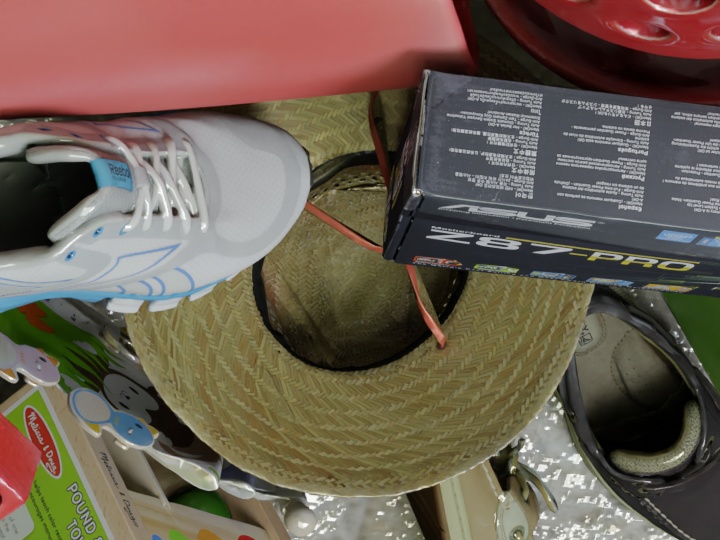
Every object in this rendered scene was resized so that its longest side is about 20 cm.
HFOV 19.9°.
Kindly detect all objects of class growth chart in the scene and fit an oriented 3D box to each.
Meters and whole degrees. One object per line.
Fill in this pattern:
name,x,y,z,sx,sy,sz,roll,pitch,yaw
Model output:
growth chart,-0.097,0.040,0.829,0.200,0.145,0.018,35,101,-24

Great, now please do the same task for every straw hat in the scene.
straw hat,0.000,0.000,0.848,0.201,0.085,0.202,1,79,-5

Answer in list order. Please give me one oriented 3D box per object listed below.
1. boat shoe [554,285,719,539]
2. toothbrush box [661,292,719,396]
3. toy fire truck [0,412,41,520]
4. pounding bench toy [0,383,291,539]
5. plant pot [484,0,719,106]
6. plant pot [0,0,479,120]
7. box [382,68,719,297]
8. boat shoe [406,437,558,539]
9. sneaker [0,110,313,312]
boat shoe,0.129,0.071,0.935,0.073,0.065,0.200,-37,121,9
toothbrush box,0.245,0.001,0.871,0.200,0.146,0.086,-43,118,15
toy fire truck,-0.206,0.069,0.783,0.200,0.141,0.049,-28,122,22
pounding bench toy,-0.122,0.112,0.883,0.124,0.200,0.156,-39,151,15
plant pot,0.115,-0.159,0.654,0.200,0.201,0.183,-23,158,2
plant pot,-0.066,-0.141,0.710,0.177,0.201,0.201,-14,122,7
box,0.112,-0.024,0.733,0.199,0.161,0.049,7,81,-2
boat shoe,0.063,0.120,0.953,0.063,0.073,0.200,-24,133,-5
sneaker,-0.092,-0.022,0.730,0.200,0.087,0.075,-14,85,-35
